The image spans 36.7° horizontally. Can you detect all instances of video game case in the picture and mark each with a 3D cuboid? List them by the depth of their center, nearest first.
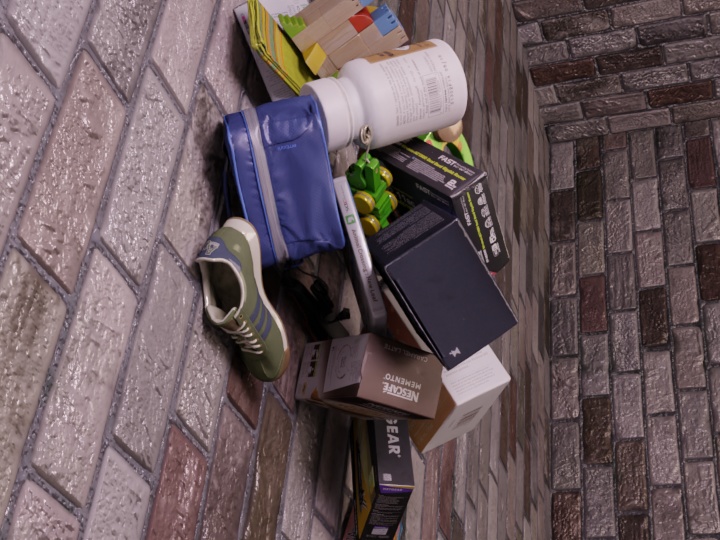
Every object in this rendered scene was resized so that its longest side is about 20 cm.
[{"bbox_3d":[0.000,0.000,1.387,0.200,0.022,0.185,87,-13,-73],"label":"video game case"}]

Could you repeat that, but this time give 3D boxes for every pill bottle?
[{"bbox_3d":[0.027,-0.219,1.386,0.115,0.197,0.116,50,-30,43],"label":"pill bottle"}]

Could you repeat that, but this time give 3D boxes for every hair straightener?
[{"bbox_3d":[-0.050,0.046,1.480,0.201,0.076,0.041,65,27,-44],"label":"hair straightener"}]

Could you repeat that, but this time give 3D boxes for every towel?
[{"bbox_3d":[-0.086,-0.268,1.395,0.200,0.018,0.087,42,36,-53],"label":"towel"}]

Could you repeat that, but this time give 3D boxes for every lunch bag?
[{"bbox_3d":[-0.099,-0.098,1.295,0.136,0.130,0.203,-113,-168,-74],"label":"lunch bag"}]

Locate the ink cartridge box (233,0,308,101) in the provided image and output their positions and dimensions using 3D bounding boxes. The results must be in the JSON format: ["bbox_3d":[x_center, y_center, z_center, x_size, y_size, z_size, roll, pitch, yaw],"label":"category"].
[{"bbox_3d":[-0.086,-0.277,1.484,0.203,0.043,0.196,69,20,-9],"label":"ink cartridge box"}]

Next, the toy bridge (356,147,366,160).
[{"bbox_3d":[0.012,-0.191,1.645,0.198,0.027,0.068,32,37,-16],"label":"toy bridge"}]

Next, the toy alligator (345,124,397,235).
[{"bbox_3d":[0.004,-0.111,1.383,0.060,0.054,0.202,-54,146,-32],"label":"toy alligator"}]

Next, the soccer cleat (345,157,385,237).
[{"bbox_3d":[0.004,-0.091,1.509,0.200,0.080,0.069,128,-31,-54],"label":"soccer cleat"}]

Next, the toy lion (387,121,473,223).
[{"bbox_3d":[0.094,-0.111,1.612,0.199,0.068,0.193,-39,115,-20],"label":"toy lion"}]

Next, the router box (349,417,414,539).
[{"bbox_3d":[0.027,0.261,1.521,0.202,0.051,0.159,-95,-165,-45],"label":"router box"}]

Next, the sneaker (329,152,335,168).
[{"bbox_3d":[-0.074,-0.135,1.480,0.088,0.073,0.202,63,22,-48],"label":"sneaker"}]

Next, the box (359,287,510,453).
[{"bbox_3d":[0.100,0.132,1.577,0.201,0.105,0.153,56,-34,23],"label":"box"}]

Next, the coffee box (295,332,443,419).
[{"bbox_3d":[0.008,0.139,1.386,0.199,0.113,0.081,-17,-123,64],"label":"coffee box"}]

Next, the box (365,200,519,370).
[{"bbox_3d":[0.092,0.013,1.312,0.149,0.104,0.200,58,-2,-14],"label":"box"}]

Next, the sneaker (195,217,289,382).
[{"bbox_3d":[-0.142,0.049,1.233,0.090,0.066,0.203,-44,128,-56],"label":"sneaker"}]

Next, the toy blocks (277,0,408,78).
[{"bbox_3d":[-0.001,-0.303,1.442,0.200,0.136,0.101,50,13,-38],"label":"toy blocks"}]

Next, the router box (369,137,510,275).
[{"bbox_3d":[0.103,-0.088,1.455,0.062,0.199,0.151,-35,129,-18],"label":"router box"}]

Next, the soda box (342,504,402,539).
[{"bbox_3d":[0.008,0.412,1.539,0.201,0.067,0.064,-68,152,-56],"label":"soda box"}]

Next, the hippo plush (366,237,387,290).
[{"bbox_3d":[0.023,-0.069,1.703,0.161,0.158,0.201,50,60,-22],"label":"hippo plush"}]
